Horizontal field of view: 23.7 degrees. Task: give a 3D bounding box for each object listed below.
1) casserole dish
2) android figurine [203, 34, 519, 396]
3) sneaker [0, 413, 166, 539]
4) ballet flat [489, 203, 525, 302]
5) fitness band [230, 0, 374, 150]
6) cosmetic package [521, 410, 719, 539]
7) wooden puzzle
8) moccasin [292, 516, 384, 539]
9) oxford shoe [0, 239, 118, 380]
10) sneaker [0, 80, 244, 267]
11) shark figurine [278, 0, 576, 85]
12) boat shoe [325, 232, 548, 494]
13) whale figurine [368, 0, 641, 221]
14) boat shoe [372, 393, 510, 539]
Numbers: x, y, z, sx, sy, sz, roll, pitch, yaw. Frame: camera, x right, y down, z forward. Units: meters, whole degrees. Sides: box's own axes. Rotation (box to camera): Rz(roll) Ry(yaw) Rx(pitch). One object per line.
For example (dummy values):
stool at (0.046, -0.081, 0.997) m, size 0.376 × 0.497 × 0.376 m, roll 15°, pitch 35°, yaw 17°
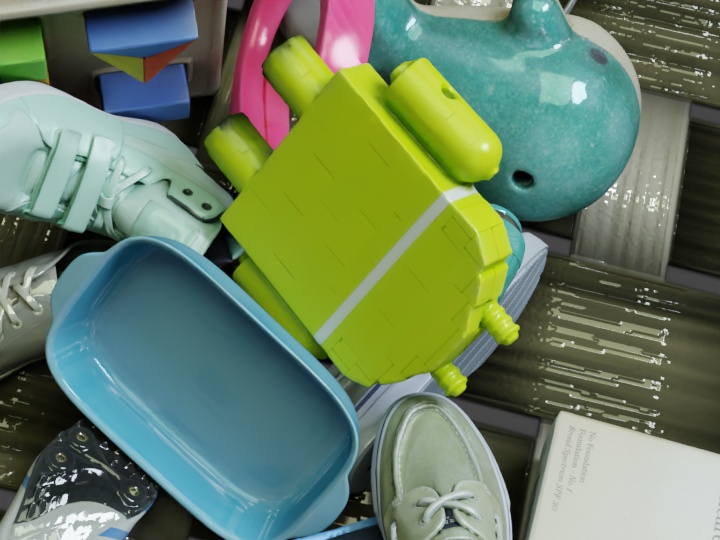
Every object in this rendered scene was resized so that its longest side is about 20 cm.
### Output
casserole dish at (-0.083, 0.063, 0.945) m, size 0.200 × 0.121 × 0.039 m, roll 42°, pitch 26°, yaw 1°
android figurine at (0.003, -0.023, 0.920) m, size 0.200 × 0.182 × 0.041 m, roll 48°, pitch 32°, yaw 12°
sneaker at (-0.170, 0.158, 0.936) m, size 0.072 × 0.073 × 0.201 m, roll 32°, pitch 48°, yaw -5°
ballet flat at (0.000, 0.000, 0.988) m, size 0.199 × 0.067 × 0.071 m, roll -1°, pitch 54°, yaw 36°
fitness band at (-0.037, -0.132, 1.032) m, size 0.037 × 0.144 × 0.201 m, roll 16°, pitch 38°, yaw -19°
cosmetic package at (0.190, 0.161, 0.957) m, size 0.198 × 0.073 × 0.104 m, roll 14°, pitch 62°, yaw 4°
wooden puzzle at (-0.169, -0.117, 1.015) m, size 0.183 × 0.200 × 0.047 m, roll -9°, pitch 79°, yaw -10°
moccasin at (-0.049, 0.188, 0.919) m, size 0.198 × 0.081 × 0.069 m, roll -18°, pitch 68°, yaw -13°
oxford shoe at (-0.207, 0.025, 1.007) m, size 0.198 × 0.058 × 0.076 m, roll -13°, pitch 65°, yaw -10°
sneaker at (-0.143, -0.046, 0.967) m, size 0.118 × 0.074 × 0.200 m, roll 37°, pitch 22°, yaw 33°
shark figurine at (0.034, -0.150, 1.107) m, size 0.212 × 0.090 × 0.129 m, roll 8°, pitch 62°, yaw 2°
boat shoe at (0.033, 0.041, 1.011) m, size 0.062 × 0.072 × 0.200 m, roll 36°, pitch 66°, yaw 20°
whale figurine at (0.073, -0.103, 1.041) m, size 0.199 × 0.159 × 0.104 m, roll 26°, pitch 45°, yaw -10°
boat shoe at (0.050, 0.145, 0.886) m, size 0.071 × 0.062 × 0.201 m, roll -7°, pitch 56°, yaw -6°
